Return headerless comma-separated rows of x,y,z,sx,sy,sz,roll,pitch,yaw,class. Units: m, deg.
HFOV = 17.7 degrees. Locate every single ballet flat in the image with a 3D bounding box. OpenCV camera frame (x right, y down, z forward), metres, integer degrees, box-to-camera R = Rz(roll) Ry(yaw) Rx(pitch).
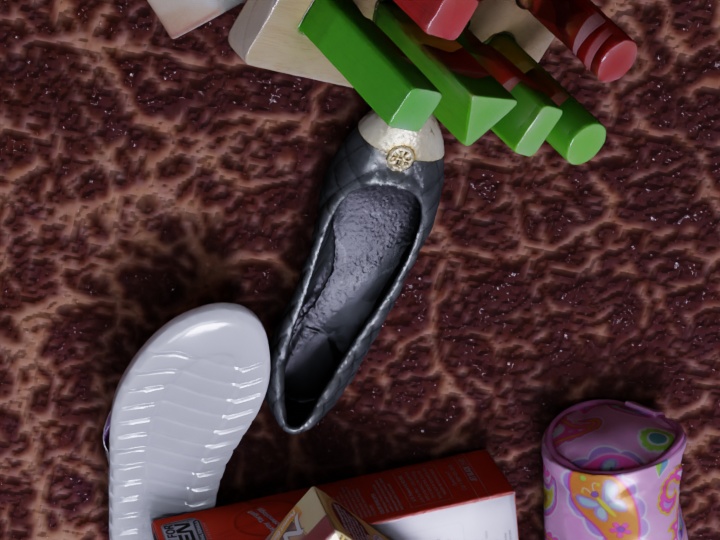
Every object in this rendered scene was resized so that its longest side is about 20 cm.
0.000,0.000,1.245,0.066,0.057,0.201,15,115,-12,ballet flat

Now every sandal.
-0.107,0.086,1.285,0.082,0.050,0.203,3,131,-22,sandal

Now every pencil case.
0.150,0.174,1.331,0.087,0.088,0.201,-8,118,0,pencil case

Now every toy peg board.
0.076,-0.147,1.100,0.199,0.098,0.200,7,123,-49,toy peg board

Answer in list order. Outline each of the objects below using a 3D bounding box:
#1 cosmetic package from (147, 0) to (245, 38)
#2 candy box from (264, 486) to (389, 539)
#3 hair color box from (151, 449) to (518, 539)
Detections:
-0.104,-0.226,1.102,0.087,0.104,0.201,-26,114,11,cosmetic package
0.013,0.221,1.268,0.200,0.055,0.116,38,98,-25,candy box
-0.011,0.175,1.308,0.199,0.061,0.102,-11,114,-12,hair color box
